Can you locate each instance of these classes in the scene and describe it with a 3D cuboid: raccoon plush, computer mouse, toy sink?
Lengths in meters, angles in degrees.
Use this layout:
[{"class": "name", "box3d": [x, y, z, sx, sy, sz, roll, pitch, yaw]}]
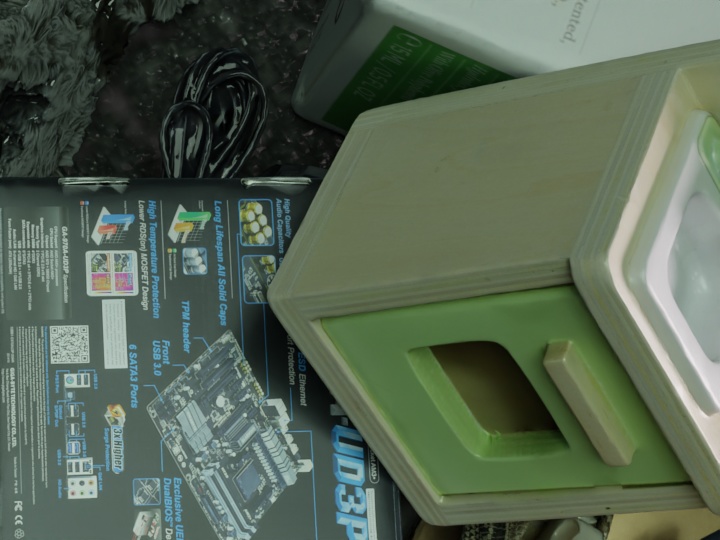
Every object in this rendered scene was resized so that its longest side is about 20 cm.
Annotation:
[{"class": "raccoon plush", "box3d": [-0.171, -0.095, 0.995, 0.134, 0.200, 0.097, 19, 118, 25]}, {"class": "computer mouse", "box3d": [0.000, 0.000, 0.993, 0.200, 0.053, 0.139, 19, 73, -8]}, {"class": "toy sink", "box3d": [0.090, 0.010, 0.851, 0.130, 0.200, 0.112, 56, 42, -33]}]

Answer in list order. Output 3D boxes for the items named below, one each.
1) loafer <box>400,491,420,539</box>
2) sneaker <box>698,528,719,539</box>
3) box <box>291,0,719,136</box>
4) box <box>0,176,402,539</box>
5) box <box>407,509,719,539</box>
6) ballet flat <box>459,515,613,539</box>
[{"class": "loafer", "box3d": [-0.048, 0.135, 0.962, 0.071, 0.073, 0.200, 40, 65, -14]}, {"class": "sneaker", "box3d": [0.204, 0.177, 0.966, 0.082, 0.070, 0.200, -42, 110, 11]}, {"class": "box", "box3d": [0.093, -0.139, 0.977, 0.171, 0.199, 0.200, 22, 78, -7]}, {"class": "box", "box3d": [-0.067, 0.064, 0.911, 0.159, 0.046, 0.200, -1, 77, -13]}, {"class": "box", "box3d": [0.122, 0.132, 1.023, 0.200, 0.021, 0.164, 28, 76, -5]}, {"class": "ballet flat", "box3d": [0.056, 0.157, 0.929, 0.068, 0.075, 0.200, 41, 55, -29]}]
